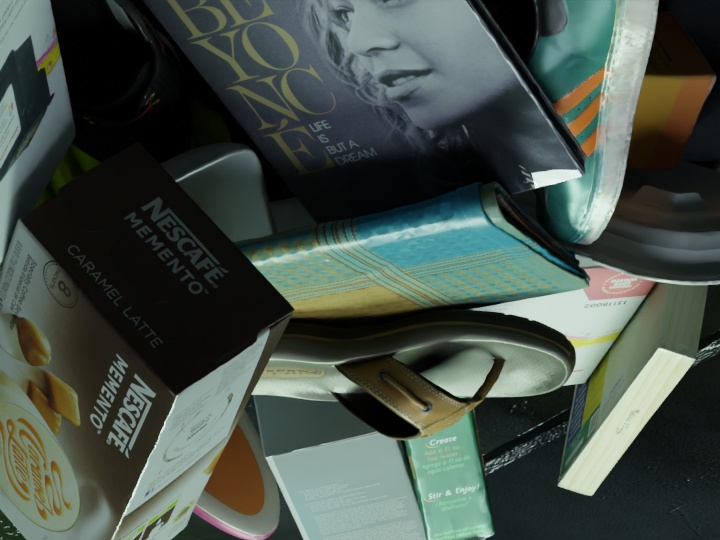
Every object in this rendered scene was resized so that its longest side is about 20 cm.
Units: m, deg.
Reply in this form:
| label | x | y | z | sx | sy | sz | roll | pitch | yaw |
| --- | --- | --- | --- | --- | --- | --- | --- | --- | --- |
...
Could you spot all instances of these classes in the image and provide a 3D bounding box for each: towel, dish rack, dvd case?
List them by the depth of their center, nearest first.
| label | x | y | z | sx | sy | sz | roll | pitch | yaw |
| --- | --- | --- | --- | --- | --- | --- | --- | --- | --- |
| dvd case | -0.004 | -0.098 | 1.192 | 0.148 | 0.016 | 0.200 | -13 | 131 | 31 |
| towel | 0.000 | 0.000 | 1.287 | 0.199 | 0.022 | 0.147 | -11 | 161 | 21 |
| dish rack | 0.156 | -0.039 | 1.399 | 0.171 | 0.044 | 0.199 | -6 | -163 | -40 |

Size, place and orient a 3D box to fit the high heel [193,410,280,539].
| label | x | y | z | sx | sy | sz | roll | pitch | yaw |
| --- | --- | --- | --- | --- | --- | --- | --- | --- | --- |
| high heel | -0.127 | 0.089 | 1.492 | 0.067 | 0.200 | 0.096 | -46 | 176 | -29 |

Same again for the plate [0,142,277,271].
| label | x | y | z | sx | sy | sz | roll | pitch | yaw |
| --- | --- | --- | --- | --- | --- | --- | --- | --- | --- |
| plate | -0.136 | 0.011 | 1.312 | 0.199 | 0.032 | 0.200 | -24 | 155 | -5 |

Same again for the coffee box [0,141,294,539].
| label | x | y | z | sx | sy | sz | roll | pitch | yaw |
| --- | --- | --- | --- | --- | --- | --- | --- | --- | --- |
| coffee box | -0.118 | 0.052 | 1.213 | 0.080 | 0.114 | 0.200 | -34 | 164 | -35 |

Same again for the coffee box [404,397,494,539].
| label | x | y | z | sx | sy | sz | roll | pitch | yaw |
| --- | --- | --- | --- | --- | --- | --- | --- | --- | --- |
| coffee box | 0.036 | 0.044 | 1.458 | 0.044 | 0.123 | 0.201 | -11 | 129 | 3 |

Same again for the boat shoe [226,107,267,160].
| label | x | y | z | sx | sy | sz | roll | pitch | yaw |
| --- | --- | --- | --- | --- | --- | --- | --- | --- | --- |
| boat shoe | -0.026 | -0.124 | 1.235 | 0.071 | 0.065 | 0.200 | -1 | 151 | -20 |

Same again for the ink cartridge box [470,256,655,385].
| label | x | y | z | sx | sy | sz | roll | pitch | yaw |
| --- | --- | --- | --- | --- | --- | --- | --- | --- | --- |
| ink cartridge box | 0.099 | 0.021 | 1.585 | 0.116 | 0.068 | 0.200 | -4 | 153 | -17 |

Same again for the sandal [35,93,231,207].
| label | x | y | z | sx | sy | sz | roll | pitch | yaw |
| --- | --- | --- | --- | --- | --- | --- | --- | --- | --- |
| sandal | -0.165 | -0.047 | 1.335 | 0.199 | 0.080 | 0.087 | -18 | -163 | -13 |

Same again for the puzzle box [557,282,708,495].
| label | x | y | z | sx | sy | sz | roll | pitch | yaw |
| --- | --- | --- | --- | --- | --- | --- | --- | --- | --- |
| puzzle box | 0.173 | 0.040 | 1.589 | 0.025 | 0.134 | 0.200 | 17 | 149 | -6 |

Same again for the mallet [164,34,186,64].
| label | x | y | z | sx | sy | sz | roll | pitch | yaw |
| --- | --- | --- | --- | --- | --- | --- | --- | --- | --- |
| mallet | -0.185 | -0.080 | 1.290 | 0.198 | 0.041 | 0.066 | -13 | 156 | -10 |

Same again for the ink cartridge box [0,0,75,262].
| label | x | y | z | sx | sy | sz | roll | pitch | yaw |
| --- | --- | --- | --- | --- | --- | --- | --- | --- | --- |
| ink cartridge box | -0.211 | -0.103 | 1.099 | 0.145 | 0.083 | 0.200 | 24 | 156 | 10 |

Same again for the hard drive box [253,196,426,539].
| label | x | y | z | sx | sy | sz | roll | pitch | yaw |
| --- | --- | --- | --- | --- | --- | --- | --- | --- | --- |
| hard drive box | -0.018 | 0.067 | 1.524 | 0.076 | 0.157 | 0.200 | -12 | 154 | 2 |

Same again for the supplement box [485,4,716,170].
| label | x | y | z | sx | sy | sz | roll | pitch | yaw |
| --- | --- | --- | --- | --- | --- | --- | --- | --- | --- |
| supplement box | 0.079 | -0.096 | 1.327 | 0.199 | 0.069 | 0.067 | -1 | 132 | -26 |

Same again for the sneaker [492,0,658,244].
| label | x | y | z | sx | sy | sz | roll | pitch | yaw |
| --- | --- | --- | --- | --- | --- | --- | --- | --- | --- |
| sneaker | 0.094 | -0.093 | 1.250 | 0.079 | 0.072 | 0.201 | 4 | 137 | -2 |

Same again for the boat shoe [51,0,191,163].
| label | x | y | z | sx | sy | sz | roll | pitch | yaw |
| --- | --- | --- | --- | --- | --- | --- | --- | --- | --- |
| boat shoe | -0.128 | -0.096 | 1.214 | 0.073 | 0.063 | 0.202 | -24 | 145 | 2 |

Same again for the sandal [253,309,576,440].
| label | x | y | z | sx | sy | sz | roll | pitch | yaw |
| --- | --- | --- | --- | --- | --- | --- | --- | --- | --- |
| sandal | 0.013 | 0.060 | 1.341 | 0.198 | 0.055 | 0.082 | 0 | 154 | -5 |

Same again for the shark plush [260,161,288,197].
| label | x | y | z | sx | sy | sz | roll | pitch | yaw |
| --- | --- | --- | --- | --- | --- | --- | --- | --- | --- |
| shark plush | -0.107 | -0.030 | 1.393 | 0.199 | 0.091 | 0.083 | -26 | 121 | 38 |
